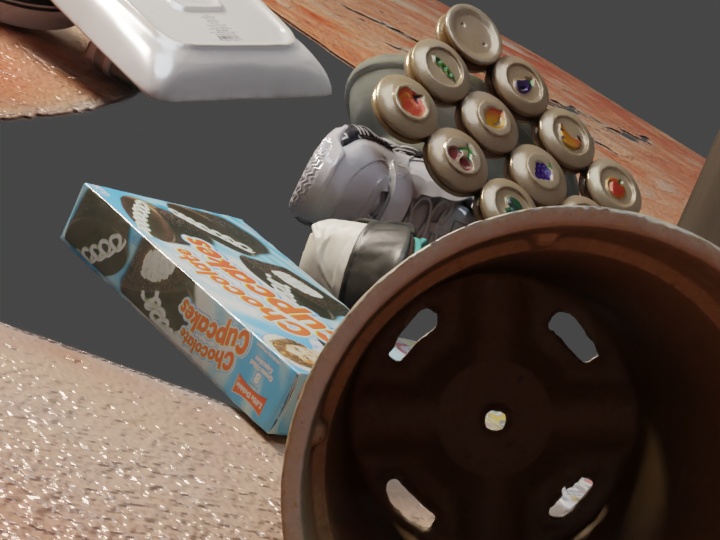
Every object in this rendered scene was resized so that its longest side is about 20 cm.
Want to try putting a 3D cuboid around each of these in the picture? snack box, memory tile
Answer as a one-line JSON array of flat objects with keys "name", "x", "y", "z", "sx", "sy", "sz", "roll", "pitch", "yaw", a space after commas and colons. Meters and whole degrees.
[{"name": "snack box", "x": -0.054, "y": 0.023, "z": 0.994, "sx": 0.116, "sy": 0.037, "sz": 0.200, "roll": 12, "pitch": 20, "yaw": -46}, {"name": "memory tile", "x": 0.105, "y": -0.083, "z": 1.348, "sx": 0.200, "sy": 0.017, "sz": 0.153, "roll": 46, "pitch": 45, "yaw": -4}]

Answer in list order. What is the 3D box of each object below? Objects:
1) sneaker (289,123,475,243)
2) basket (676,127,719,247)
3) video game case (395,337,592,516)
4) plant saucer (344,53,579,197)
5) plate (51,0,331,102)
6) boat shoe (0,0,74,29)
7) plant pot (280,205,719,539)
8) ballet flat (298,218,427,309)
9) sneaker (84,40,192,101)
[{"name": "sneaker", "x": 0.037, "y": -0.041, "z": 1.333, "sx": 0.115, "sy": 0.075, "sz": 0.200, "roll": 30, "pitch": 11, "yaw": 21}, {"name": "basket", "x": 0.371, "y": -0.066, "z": 1.806, "sx": 0.136, "sy": 0.200, "sz": 0.180, "roll": 32, "pitch": 13, "yaw": 24}, {"name": "video game case", "x": 0.114, "y": 0.097, "z": 1.071, "sx": 0.200, "sy": 0.023, "sz": 0.182, "roll": 13, "pitch": 19, "yaw": -45}, {"name": "plant saucer", "x": 0.066, "y": -0.078, "z": 1.470, "sx": 0.200, "sy": 0.050, "sz": 0.200, "roll": 28, "pitch": -24, "yaw": 13}, {"name": "plate", "x": -0.137, "y": -0.196, "z": 1.443, "sx": 0.200, "sy": 0.032, "sz": 0.199, "roll": 45, "pitch": 30, "yaw": 26}, {"name": "boat shoe", "x": -0.293, "y": -0.245, "z": 1.459, "sx": 0.199, "sy": 0.068, "sz": 0.074, "roll": 24, "pitch": 31, "yaw": -16}, {"name": "plant pot", "x": 0.066, "y": 0.071, "z": 0.764, "sx": 0.200, "sy": 0.201, "sz": 0.183, "roll": 25, "pitch": 2, "yaw": -5}, {"name": "ballet flat", "x": 0.000, "y": 0.000, "z": 1.150, "sx": 0.068, "sy": 0.068, "sz": 0.200, "roll": 17, "pitch": 3, "yaw": 2}, {"name": "sneaker", "x": -0.128, "y": -0.157, "z": 1.508, "sx": 0.082, "sy": 0.075, "sz": 0.200, "roll": 40, "pitch": 27, "yaw": 17}]
